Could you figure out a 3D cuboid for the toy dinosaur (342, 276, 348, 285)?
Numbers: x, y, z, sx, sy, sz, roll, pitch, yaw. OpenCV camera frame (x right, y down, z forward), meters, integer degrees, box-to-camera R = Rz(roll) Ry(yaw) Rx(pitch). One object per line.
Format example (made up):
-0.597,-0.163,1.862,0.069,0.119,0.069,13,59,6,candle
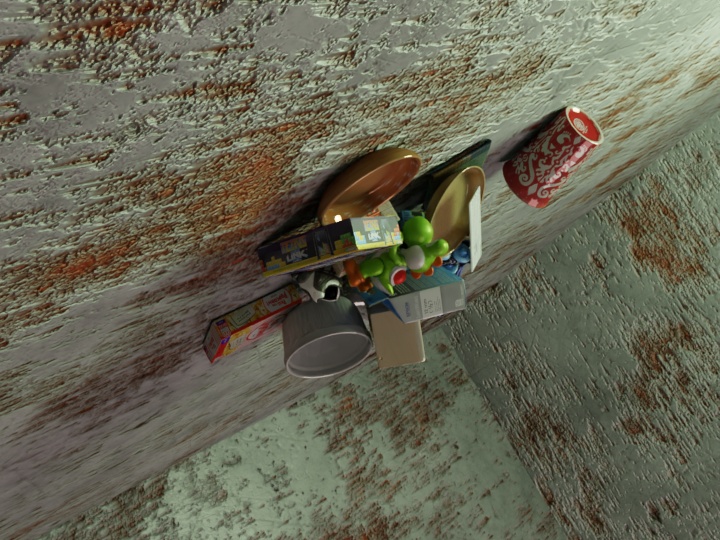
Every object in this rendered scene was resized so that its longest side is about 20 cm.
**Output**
0.000,0.000,1.659,0.199,0.059,0.101,-28,-171,48,toy dinosaur

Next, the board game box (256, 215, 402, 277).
-0.052,-0.043,1.324,0.197,0.058,0.164,-16,176,30,board game box

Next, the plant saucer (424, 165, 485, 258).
0.182,-0.122,1.545,0.200,0.035,0.203,-39,145,-34,plant saucer

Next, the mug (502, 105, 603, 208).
0.421,-0.269,1.694,0.131,0.180,0.200,17,138,-24,mug

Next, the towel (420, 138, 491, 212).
0.194,-0.194,1.579,0.145,0.022,0.200,-32,166,-8,towel

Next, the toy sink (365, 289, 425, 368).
0.071,0.104,1.686,0.110,0.133,0.201,-9,-157,2,toy sink

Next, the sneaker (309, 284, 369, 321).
-0.019,0.053,1.752,0.197,0.079,0.100,6,132,-25,sneaker

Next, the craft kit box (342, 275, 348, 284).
0.052,0.025,1.813,0.195,0.049,0.200,15,141,-32,craft kit box

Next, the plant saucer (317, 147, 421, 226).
0.010,-0.142,1.272,0.198,0.038,0.200,-30,169,-7,plant saucer

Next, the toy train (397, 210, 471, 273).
0.154,-0.061,1.651,0.196,0.116,0.087,4,154,-25,toy train

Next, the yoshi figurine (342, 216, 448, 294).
0.066,-0.038,1.463,0.197,0.113,0.113,-20,-150,12,yoshi figurine

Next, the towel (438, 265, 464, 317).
0.170,0.003,1.844,0.023,0.200,0.149,12,111,-32,towel

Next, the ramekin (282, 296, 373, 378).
-0.079,0.142,1.673,0.196,0.106,0.201,-13,149,-8,ramekin

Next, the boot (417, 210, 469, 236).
0.182,-0.123,1.751,0.197,0.077,0.073,4,154,-39,boot

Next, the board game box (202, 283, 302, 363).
-0.235,0.114,1.652,0.198,0.047,0.152,-27,167,-28,board game box

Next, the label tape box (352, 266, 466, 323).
0.093,0.051,1.532,0.196,0.067,0.143,-15,-163,-13,label tape box

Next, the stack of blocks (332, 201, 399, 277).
0.012,-0.071,1.507,0.114,0.059,0.200,-27,167,-24,stack of blocks

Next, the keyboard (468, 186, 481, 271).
0.239,-0.083,1.601,0.202,0.010,0.057,79,30,-47,keyboard

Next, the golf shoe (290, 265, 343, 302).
-0.070,0.024,1.603,0.077,0.095,0.199,-38,169,26,golf shoe
